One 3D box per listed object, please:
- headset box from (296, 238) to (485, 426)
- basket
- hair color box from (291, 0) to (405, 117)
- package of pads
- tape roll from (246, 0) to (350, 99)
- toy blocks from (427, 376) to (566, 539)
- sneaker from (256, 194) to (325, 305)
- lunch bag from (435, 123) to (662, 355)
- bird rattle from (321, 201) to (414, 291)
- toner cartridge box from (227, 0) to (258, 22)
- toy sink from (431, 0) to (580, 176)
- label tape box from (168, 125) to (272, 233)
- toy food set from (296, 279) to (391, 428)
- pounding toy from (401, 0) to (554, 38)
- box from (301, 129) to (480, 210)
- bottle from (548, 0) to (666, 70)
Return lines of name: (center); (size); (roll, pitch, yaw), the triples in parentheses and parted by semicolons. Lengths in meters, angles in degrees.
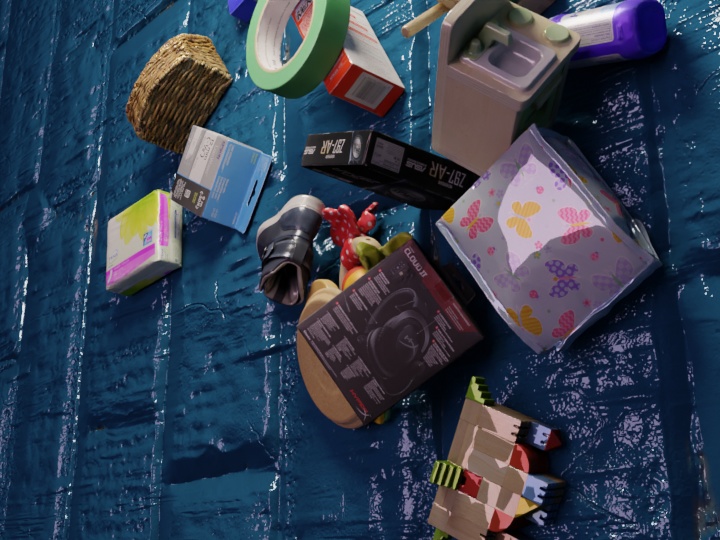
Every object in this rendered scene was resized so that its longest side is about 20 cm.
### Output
headset box: (0.046, 0.069, 1.108); (0.199, 0.077, 0.149); (-38, 83, 5)
basket: (-0.365, -0.353, 1.729); (0.200, 0.142, 0.150); (-51, 47, 23)
hair color box: (-0.021, -0.331, 1.367); (0.064, 0.110, 0.201); (-46, 48, 29)
package of pads: (-0.421, -0.055, 1.754); (0.199, 0.068, 0.156); (-24, 61, 41)
tape roll: (-0.096, -0.358, 1.339); (0.199, 0.048, 0.203); (-17, 68, 46)
toy blocks: (0.163, 0.238, 1.012); (0.136, 0.100, 0.202); (18, 92, 37)
sneaker: (-0.121, -0.008, 1.352); (0.202, 0.076, 0.148); (135, 149, -59)
lunch bag: (0.211, -0.028, 1.002); (0.170, 0.127, 0.201); (-47, 59, 25)
bird rattle: (0.000, 0.000, 1.254); (0.200, 0.112, 0.165); (32, 118, 51)
toner cartridge box: (-0.214, -0.577, 1.708); (0.095, 0.043, 0.202); (-32, 56, 36)
toy sink: (0.165, -0.218, 1.023); (0.111, 0.201, 0.131); (31, 61, 20)
label tape box: (-0.251, -0.163, 1.603); (0.199, 0.066, 0.145); (28, 99, 50)
toy food set: (-0.027, 0.120, 1.239); (0.199, 0.048, 0.200); (19, 114, 53)
pounding toy: (0.136, -0.380, 1.152); (0.142, 0.183, 0.202); (-38, 52, 33)
box: (0.047, -0.124, 1.142); (0.160, 0.198, 0.044); (9, 84, 58)
bottle: (0.254, -0.270, 1.064); (0.199, 0.083, 0.066); (3, 107, 49)
